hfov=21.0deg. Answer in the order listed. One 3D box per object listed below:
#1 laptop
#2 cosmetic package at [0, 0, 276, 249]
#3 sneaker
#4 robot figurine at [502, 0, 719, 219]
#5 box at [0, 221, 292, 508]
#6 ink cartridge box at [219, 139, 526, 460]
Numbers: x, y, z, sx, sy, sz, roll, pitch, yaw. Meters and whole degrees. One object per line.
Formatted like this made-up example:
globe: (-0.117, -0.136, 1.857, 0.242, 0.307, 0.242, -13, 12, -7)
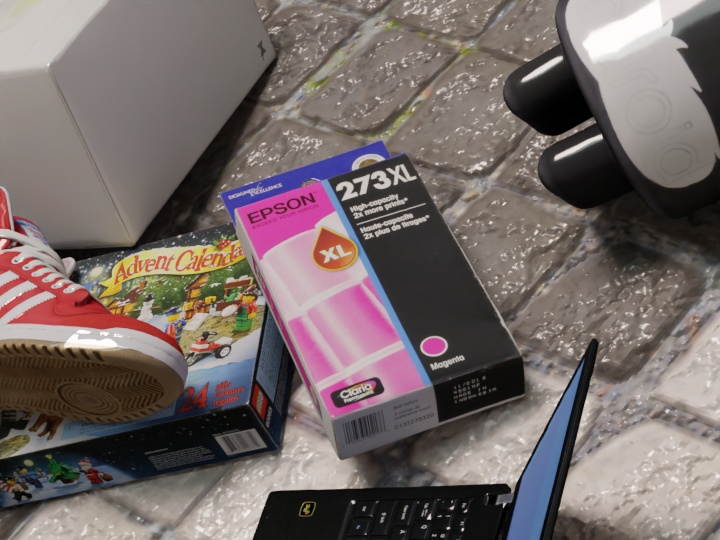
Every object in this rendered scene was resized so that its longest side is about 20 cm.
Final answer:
laptop: (0.004, 0.133, 0.792, 0.200, 0.103, 0.178, -5, 45, 28)
cosmetic package: (-0.189, -0.113, 1.131, 0.200, 0.123, 0.200, -3, 36, 28)
sneaker: (-0.156, 0.014, 0.981, 0.200, 0.071, 0.113, -1, 52, 34)
robot figurine: (0.171, -0.101, 0.912, 0.200, 0.150, 0.125, -27, 25, 14)
box: (-0.130, 0.049, 1.015, 0.199, 0.038, 0.137, -14, 42, 20)
ink cartridge box: (0.000, 0.000, 0.955, 0.094, 0.037, 0.200, -19, 44, -9)
